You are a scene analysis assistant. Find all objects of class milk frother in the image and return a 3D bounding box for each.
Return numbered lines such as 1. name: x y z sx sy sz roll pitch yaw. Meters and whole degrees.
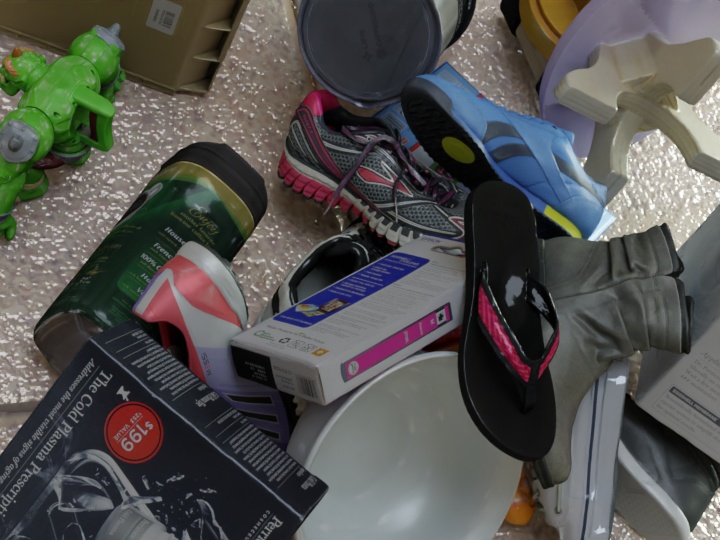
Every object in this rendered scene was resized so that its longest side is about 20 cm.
1. milk frother: -0.021 -0.234 1.538 0.188 0.198 0.182 -56 134 -69

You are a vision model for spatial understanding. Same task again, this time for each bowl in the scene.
1. bowl: 0.016 0.138 1.374 0.200 0.203 0.090 -18 28 -28

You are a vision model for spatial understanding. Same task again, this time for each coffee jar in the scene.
1. coffee jar: -0.152 -0.004 1.408 0.085 0.104 0.201 42 56 -12

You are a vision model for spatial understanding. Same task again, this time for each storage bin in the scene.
1. storage bin: -0.181 -0.250 1.476 0.197 0.200 0.094 19 58 -10

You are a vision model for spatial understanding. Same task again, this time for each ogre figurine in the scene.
1. ogre figurine: -0.231 -0.114 1.430 0.199 0.120 0.098 -33 77 -33

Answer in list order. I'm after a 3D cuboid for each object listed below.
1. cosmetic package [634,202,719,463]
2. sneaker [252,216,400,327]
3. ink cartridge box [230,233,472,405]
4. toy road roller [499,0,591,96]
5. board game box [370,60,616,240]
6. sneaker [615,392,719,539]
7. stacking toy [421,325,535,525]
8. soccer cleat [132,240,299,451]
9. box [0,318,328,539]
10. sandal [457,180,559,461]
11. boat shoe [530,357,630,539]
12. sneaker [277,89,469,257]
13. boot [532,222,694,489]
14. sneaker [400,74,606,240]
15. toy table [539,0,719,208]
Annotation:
1. cosmetic package: 0.327 0.018 1.479 0.122 0.200 0.200 35 32 -7
2. sneaker: 0.000 0.000 1.475 0.076 0.088 0.200 40 54 6
3. ink cartridge box: 0.012 0.030 1.338 0.199 0.094 0.037 -31 119 -34
4. toy road roller: 0.232 -0.225 1.651 0.198 0.146 0.124 -9 64 -25
5. board game box: 0.103 -0.072 1.561 0.200 0.037 0.151 42 39 6
6. sneaker: 0.214 0.118 1.505 0.099 0.071 0.200 -37 85 -34
7. stacking toy: 0.095 0.100 1.456 0.116 0.109 0.202 -17 89 -60
8. soccer cleat: -0.103 0.070 1.355 0.073 0.201 0.068 -41 44 -22
9. box: -0.154 0.170 1.249 0.182 0.104 0.201 38 99 3
10. sandal: 0.106 0.031 1.312 0.074 0.045 0.202 5 74 -32
11. boat shoe: 0.162 0.160 1.434 0.066 0.074 0.202 7 90 11
12. sneaker: 0.026 -0.071 1.463 0.199 0.075 0.081 25 28 17
13. boot: 0.180 0.056 1.373 0.129 0.068 0.202 -4 65 10
14. sneaker: 0.115 -0.098 1.476 0.200 0.066 0.079 40 67 -20
15. toy table: 0.230 -0.145 1.546 0.182 0.201 0.118 13 38 -17
